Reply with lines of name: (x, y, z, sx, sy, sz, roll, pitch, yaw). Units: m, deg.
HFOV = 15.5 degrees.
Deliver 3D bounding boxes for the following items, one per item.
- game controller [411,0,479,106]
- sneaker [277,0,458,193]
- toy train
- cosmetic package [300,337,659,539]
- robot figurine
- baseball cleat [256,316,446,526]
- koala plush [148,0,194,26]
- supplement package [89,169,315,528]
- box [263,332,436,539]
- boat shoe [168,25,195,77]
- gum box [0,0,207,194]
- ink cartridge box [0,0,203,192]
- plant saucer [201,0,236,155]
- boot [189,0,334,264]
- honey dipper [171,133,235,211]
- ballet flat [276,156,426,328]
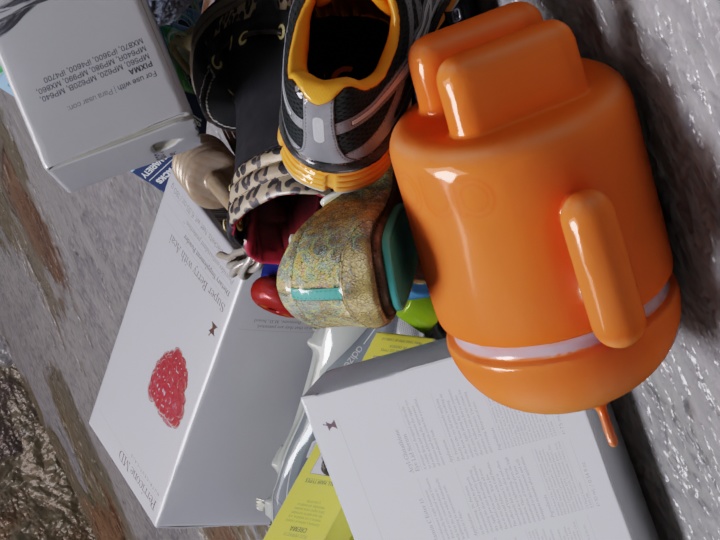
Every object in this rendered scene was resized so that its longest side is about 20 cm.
game controller: (0.038, -0.108, 1.373, 0.104, 0.042, 0.200, 44, 153, 55)
sneaker: (0.008, -0.138, 1.238, 0.077, 0.078, 0.200, 77, -158, -67)
toy train: (0.000, 0.000, 1.512, 0.116, 0.085, 0.200, 24, 168, -17)
cosmetic package: (0.074, 0.133, 1.410, 0.052, 0.151, 0.200, -47, -61, -67)
robot figurine: (0.082, -0.020, 1.218, 0.144, 0.117, 0.200, 0, 118, 36)
baseball cleat: (0.003, 0.103, 1.631, 0.106, 0.070, 0.200, 21, 121, 14)
koala plush: (-0.151, -0.261, 1.564, 0.184, 0.177, 0.200, 60, 155, 28)
supplement package: (-0.077, 0.052, 1.701, 0.121, 0.120, 0.200, 50, 128, 46)
box: (0.000, 0.137, 1.486, 0.050, 0.200, 0.075, 4, 145, 44)
boat shoe: (-0.052, -0.091, 1.664, 0.201, 0.063, 0.073, 57, 162, 32)
gum box: (-0.185, -0.164, 1.704, 0.200, 0.045, 0.170, 32, -144, -26)
ink cartridge box: (-0.160, -0.149, 1.403, 0.144, 0.084, 0.200, 113, 134, -87)
plant saucer: (-0.038, -0.109, 1.550, 0.200, 0.032, 0.201, 36, 137, 42)
boot: (-0.047, -0.076, 1.421, 0.200, 0.073, 0.151, 141, 136, -59)
honey dipper: (-0.074, -0.041, 1.527, 0.200, 0.038, 0.038, -134, 24, -70)
ballet flat: (0.004, -0.017, 1.274, 0.200, 0.071, 0.071, -48, -61, -71)
